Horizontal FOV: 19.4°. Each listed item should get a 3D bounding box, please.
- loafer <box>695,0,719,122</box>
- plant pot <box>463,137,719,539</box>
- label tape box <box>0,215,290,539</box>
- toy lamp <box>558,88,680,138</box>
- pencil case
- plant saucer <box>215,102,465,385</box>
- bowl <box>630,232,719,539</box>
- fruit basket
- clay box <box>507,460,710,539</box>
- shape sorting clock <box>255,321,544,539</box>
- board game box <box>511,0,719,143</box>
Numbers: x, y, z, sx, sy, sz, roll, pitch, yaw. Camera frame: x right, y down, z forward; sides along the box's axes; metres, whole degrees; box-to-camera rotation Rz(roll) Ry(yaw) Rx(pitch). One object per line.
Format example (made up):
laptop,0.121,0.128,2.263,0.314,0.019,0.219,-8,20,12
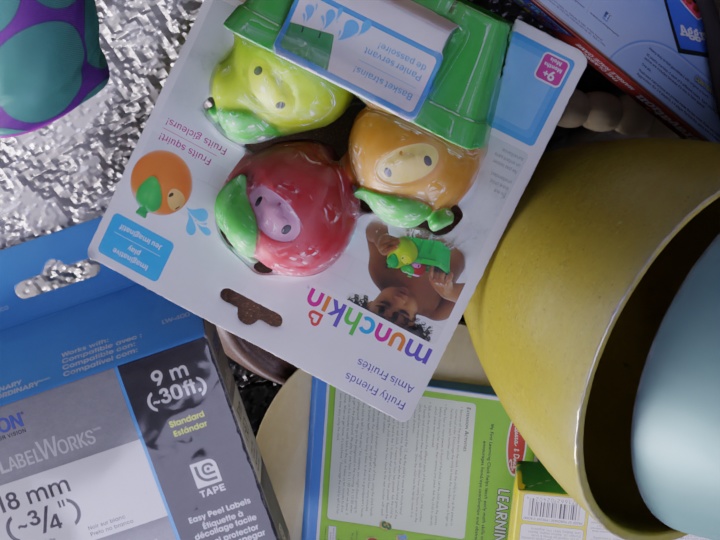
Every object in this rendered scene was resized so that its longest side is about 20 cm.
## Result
loafer,0.204,-0.147,1.032,0.073,0.071,0.200,-29,108,-28
plant pot,0.131,0.014,1.049,0.200,0.142,0.200,-23,127,-33
label tape box,-0.135,0.080,1.090,0.144,0.063,0.200,-19,100,2
toy lamp,0.173,-0.078,1.118,0.200,0.058,0.058,3,124,-17
pencil case,-0.176,-0.158,0.951,0.092,0.085,0.200,0,129,13
plant saucer,0.000,0.000,1.126,0.200,0.035,0.201,-4,130,-4
bowl,0.232,0.059,0.988,0.201,0.105,0.201,-22,127,-32
fruit basket,-0.016,-0.055,1.015,0.185,0.094,0.200,28,94,8
clay box,0.129,0.205,1.115,0.115,0.048,0.200,5,107,1
shape sorting clock,0.038,0.121,1.148,0.200,0.039,0.200,3,106,12
board game box,0.140,-0.146,1.046,0.200,0.019,0.103,35,76,-29
